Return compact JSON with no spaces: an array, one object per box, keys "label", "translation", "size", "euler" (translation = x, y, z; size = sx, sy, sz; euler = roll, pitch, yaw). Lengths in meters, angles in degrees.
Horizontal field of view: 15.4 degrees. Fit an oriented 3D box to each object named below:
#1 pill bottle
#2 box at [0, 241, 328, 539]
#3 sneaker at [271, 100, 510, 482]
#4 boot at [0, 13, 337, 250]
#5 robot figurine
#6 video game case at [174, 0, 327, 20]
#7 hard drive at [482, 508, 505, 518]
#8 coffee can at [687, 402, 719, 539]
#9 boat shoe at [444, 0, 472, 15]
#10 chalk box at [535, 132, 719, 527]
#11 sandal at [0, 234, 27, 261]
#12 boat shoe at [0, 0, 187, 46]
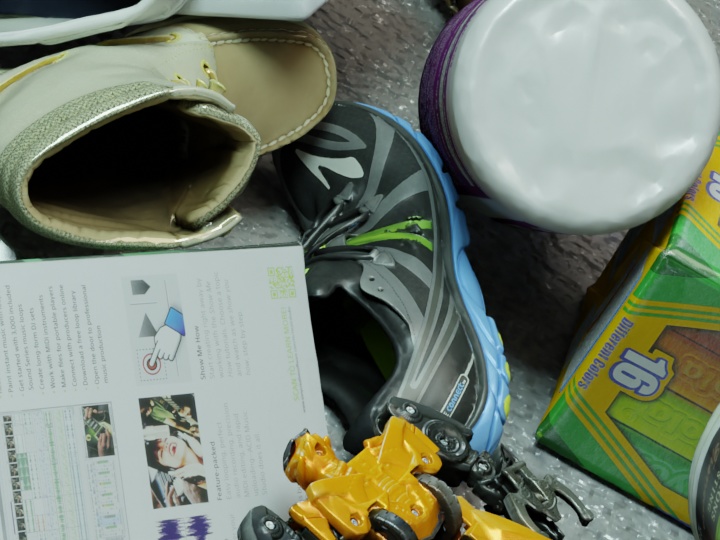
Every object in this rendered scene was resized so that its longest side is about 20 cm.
[{"label":"pill bottle","translation":[0.083,-0.072,1.146],"size":[0.112,0.113,0.200],"euler":[27,0,-6]},{"label":"box","translation":[-0.098,0.067,0.936],"size":[0.199,0.036,0.145],"euler":[-3,82,-38]},{"label":"sneaker","translation":[0.000,0.001,1.103],"size":[0.082,0.071,0.200],"euler":[7,44,-29]},{"label":"boot","translation":[-0.071,-0.055,1.042],"size":[0.199,0.072,0.154],"euler":[-13,14,-28]},{"label":"robot figurine","translation":[0.044,0.132,0.926],"size":[0.200,0.058,0.145],"euler":[42,38,11]},{"label":"video game case","translation":[-0.072,-0.156,1.181],"size":[0.199,0.023,0.182],"euler":[6,29,26]},{"label":"hard drive","translation":[0.072,0.187,0.967],"size":[0.134,0.042,0.200],"euler":[28,38,-5]},{"label":"coffee can","translation":[0.214,0.127,0.974],"size":[0.146,0.147,0.200],"euler":[17,23,-17]},{"label":"boat shoe","translation":[0.058,-0.164,1.333],"size":[0.074,0.076,0.200],"euler":[18,31,-8]},{"label":"chalk box","translation":[0.197,0.048,1.142],"size":[0.199,0.125,0.124],"euler":[29,37,-2]},{"label":"sandal","translation":[-0.163,0.010,0.983],"size":[0.080,0.057,0.201],"euler":[-31,80,-20]},{"label":"boat shoe","translation":[-0.166,-0.125,1.067],"size":[0.199,0.074,0.065],"euler":[-4,13,11]}]
